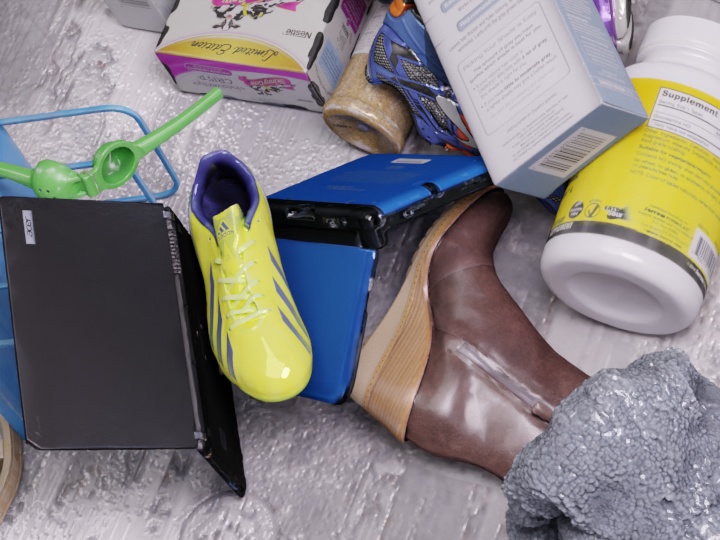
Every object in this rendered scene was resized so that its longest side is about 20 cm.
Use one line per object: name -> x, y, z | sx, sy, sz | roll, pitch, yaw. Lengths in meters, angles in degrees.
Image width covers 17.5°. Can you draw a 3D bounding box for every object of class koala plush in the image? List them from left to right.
koala plush -> 0.202, 0.164, 1.434 | 0.177, 0.184, 0.200 | -39, 68, -4

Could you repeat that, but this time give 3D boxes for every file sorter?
file sorter -> -0.207, -0.002, 1.691 | 0.122, 0.139, 0.201 | -7, 59, 14

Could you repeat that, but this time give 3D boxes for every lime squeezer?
lime squeezer -> -0.189, -0.077, 1.639 | 0.199, 0.038, 0.071 | -15, 27, 5

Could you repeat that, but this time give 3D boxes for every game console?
game console -> 0.000, 0.000, 1.624 | 0.170, 0.119, 0.200 | -23, 14, -24

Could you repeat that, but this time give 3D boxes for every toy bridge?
toy bridge -> -0.281, 0.141, 1.701 | 0.067, 0.027, 0.201 | -15, 58, 11

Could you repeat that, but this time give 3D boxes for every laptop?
laptop -> -0.157, 0.055, 1.579 | 0.103, 0.200, 0.178 | -12, 69, 6

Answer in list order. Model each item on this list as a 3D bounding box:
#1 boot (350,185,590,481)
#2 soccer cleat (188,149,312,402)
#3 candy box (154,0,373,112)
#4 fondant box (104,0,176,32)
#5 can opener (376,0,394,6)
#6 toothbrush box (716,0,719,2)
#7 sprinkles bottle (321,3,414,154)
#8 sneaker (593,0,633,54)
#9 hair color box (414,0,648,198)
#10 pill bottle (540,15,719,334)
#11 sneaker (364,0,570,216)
boot -> 0.101, 0.049, 1.604 | 0.166, 0.072, 0.200 | 27, 68, 16
soccer cleat -> -0.080, 0.003, 1.568 | 0.064, 0.084, 0.201 | -15, 48, -3
candy box -> -0.059, -0.228, 1.810 | 0.136, 0.061, 0.201 | 9, 66, 24
fondant box -> -0.155, -0.311, 1.843 | 0.058, 0.144, 0.201 | 12, 66, 26
can opener -> 0.067, -0.213, 1.695 | 0.200, 0.079, 0.063 | 32, 33, -2
toothbrush box -> 0.199, -0.300, 1.704 | 0.200, 0.146, 0.086 | 30, 74, 31
sprinkles bottle -> 0.043, -0.184, 1.742 | 0.068, 0.068, 0.200 | 18, 69, 28
sneaker -> 0.128, -0.220, 1.655 | 0.083, 0.081, 0.200 | -27, 57, -9
hair color box -> 0.105, -0.160, 1.570 | 0.099, 0.061, 0.201 | -37, 61, 30
pill bottle -> 0.203, -0.068, 1.589 | 0.112, 0.113, 0.201 | 11, 66, 25
sneaker -> 0.084, -0.110, 1.663 | 0.200, 0.075, 0.078 | 46, 121, 6
